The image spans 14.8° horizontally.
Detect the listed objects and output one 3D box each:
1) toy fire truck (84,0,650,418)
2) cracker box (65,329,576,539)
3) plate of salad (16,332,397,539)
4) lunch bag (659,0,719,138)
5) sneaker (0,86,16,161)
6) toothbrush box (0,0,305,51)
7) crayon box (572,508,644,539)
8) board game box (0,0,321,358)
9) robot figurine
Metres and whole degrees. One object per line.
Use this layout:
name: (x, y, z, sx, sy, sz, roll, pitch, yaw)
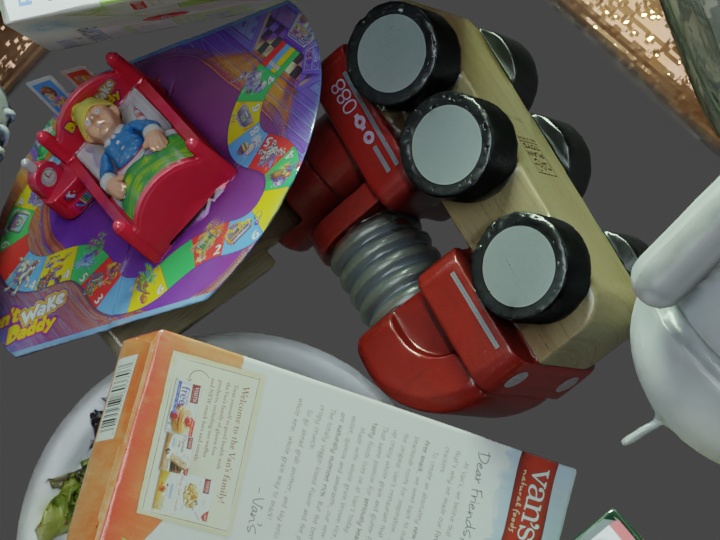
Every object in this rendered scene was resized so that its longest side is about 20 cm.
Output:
toy fire truck: (0.000, 0.000, 1.226, 0.200, 0.129, 0.176, -39, 67, 23)
cracker box: (-0.020, 0.119, 1.173, 0.200, 0.058, 0.134, 20, 77, -18)
plate of salad: (-0.062, 0.124, 1.239, 0.200, 0.048, 0.200, -2, 79, 12)
lunch bag: (0.218, -0.150, 1.171, 0.200, 0.168, 0.139, -21, 76, 7)
sneaker: (-0.189, -0.060, 1.266, 0.077, 0.085, 0.200, -18, 74, 23)
toothbrush box: (-0.058, -0.160, 1.224, 0.200, 0.146, 0.086, -10, 90, 0)
crayon box: (0.154, 0.197, 1.113, 0.058, 0.173, 0.200, -40, 74, 2)
board game box: (-0.106, -0.049, 1.227, 0.200, 0.039, 0.158, -17, 48, 38)
robot figurine: (0.189, 0.005, 1.152, 0.200, 0.170, 0.113, -53, 36, 24)
